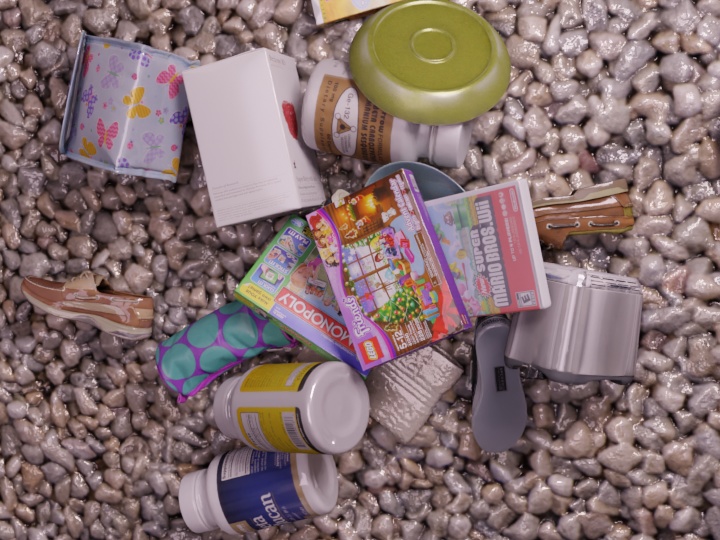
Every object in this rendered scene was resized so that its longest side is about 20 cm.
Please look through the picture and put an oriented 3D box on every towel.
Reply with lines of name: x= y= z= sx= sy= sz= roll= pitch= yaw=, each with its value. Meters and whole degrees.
towel: x=0.022 y=0.120 z=1.261 sx=0.199 sy=0.034 sz=0.133 roll=38 pitch=105 yaw=9

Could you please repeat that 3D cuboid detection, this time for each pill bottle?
pill bottle: x=0.036 y=-0.189 z=1.183 sx=0.198 sy=0.114 sz=0.116 roll=13 pitch=99 yaw=13
pill bottle: x=-0.139 y=0.291 z=1.281 sx=0.198 sy=0.111 sz=0.112 roll=-17 pitch=91 yaw=16
pill bottle: x=-0.094 y=0.172 z=1.200 sx=0.199 sy=0.111 sz=0.113 roll=-7 pitch=94 yaw=42

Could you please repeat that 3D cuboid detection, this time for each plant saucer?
plant saucer: x=0.088 y=-0.050 z=1.192 sx=0.200 sy=0.039 sz=0.203 roll=24 pitch=132 yaw=29
plant saucer: x=0.085 y=-0.261 z=1.142 sx=0.198 sy=0.031 sz=0.202 roll=1 pitch=58 yaw=-2

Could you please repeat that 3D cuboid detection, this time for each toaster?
toaster: x=0.249 y=0.062 z=1.118 sx=0.113 sy=0.199 sz=0.131 roll=12 pitch=94 yaw=47

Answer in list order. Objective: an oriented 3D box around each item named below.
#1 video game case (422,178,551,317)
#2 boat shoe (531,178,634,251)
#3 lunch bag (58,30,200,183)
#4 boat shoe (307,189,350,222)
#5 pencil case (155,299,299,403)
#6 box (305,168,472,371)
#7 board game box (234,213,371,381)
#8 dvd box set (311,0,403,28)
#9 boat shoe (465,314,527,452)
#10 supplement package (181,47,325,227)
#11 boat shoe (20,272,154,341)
video game case: x=0.123 y=-0.017 z=1.107 sx=0.199 sy=0.017 sz=0.145 roll=-10 pitch=92 yaw=46
boat shoe: x=0.234 y=-0.056 z=1.165 sx=0.198 sy=0.072 sz=0.069 roll=-13 pitch=91 yaw=16
lunch bag: x=-0.326 y=-0.220 z=1.265 sx=0.199 sy=0.126 sz=0.171 roll=22 pitch=102 yaw=41
boat shoe: x=0.000 y=0.000 z=1.198 sx=0.067 sy=0.072 sz=0.201 roll=-32 pitch=78 yaw=20
pencil case: x=-0.176 y=0.097 z=1.285 sx=0.199 sy=0.085 sz=0.093 roll=-27 pitch=75 yaw=16
box: x=0.032 y=0.000 z=1.125 sx=0.136 sy=0.039 sz=0.202 roll=-24 pitch=81 yaw=20
board game box: x=-0.042 y=0.033 z=1.218 sx=0.199 sy=0.029 sz=0.135 roll=32 pitch=65 yaw=7
dvd box set: x=0.023 y=-0.406 z=1.207 sx=0.198 sy=0.029 sz=0.148 roll=-11 pitch=93 yaw=15
boat shoe: x=0.168 y=0.136 z=1.205 sx=0.073 sy=0.068 sz=0.201 roll=-9 pitch=118 yaw=5
supplement package: x=-0.134 y=-0.168 z=1.227 sx=0.119 sy=0.121 sz=0.202 roll=-12 pitch=93 yaw=15
boat shoe: x=-0.380 y=0.037 z=1.345 sx=0.198 sy=0.076 sz=0.073 roll=18 pitch=96 yaw=3
